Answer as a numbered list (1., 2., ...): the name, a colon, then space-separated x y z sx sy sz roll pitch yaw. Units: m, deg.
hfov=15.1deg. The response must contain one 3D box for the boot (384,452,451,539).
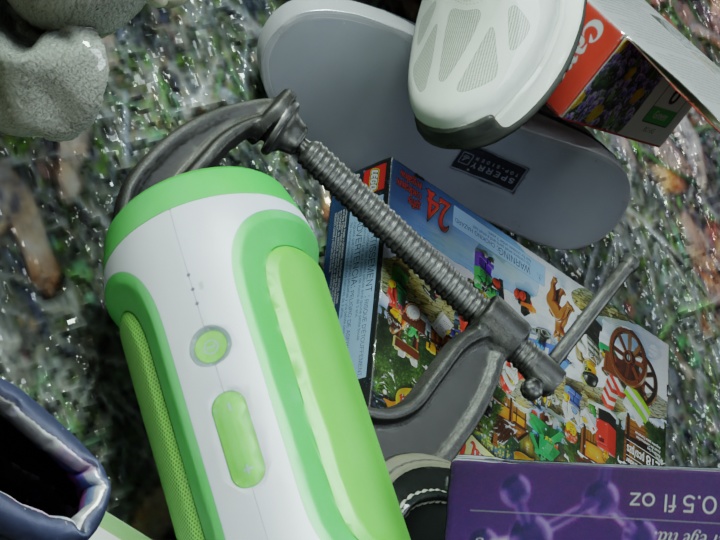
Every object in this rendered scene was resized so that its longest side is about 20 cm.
1. boot: 0.087 0.146 1.055 0.074 0.153 0.204 -59 144 -8

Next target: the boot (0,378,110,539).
1. boot: -0.173 0.034 0.840 0.200 0.090 0.073 34 48 -17

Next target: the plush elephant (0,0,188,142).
1. plush elephant: -0.098 -0.139 0.976 0.199 0.165 0.155 -6 37 -36

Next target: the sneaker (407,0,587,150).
1. sneaker: 0.046 -0.156 1.093 0.115 0.075 0.201 45 57 -49

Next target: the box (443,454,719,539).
1. box: 0.105 0.170 0.927 0.104 0.147 0.201 32 60 -67

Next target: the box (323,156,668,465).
1. box: 0.061 0.057 1.186 0.200 0.038 0.137 32 51 -38

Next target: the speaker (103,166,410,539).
1. speaker: -0.034 0.064 0.976 0.088 0.088 0.201 16 46 -46

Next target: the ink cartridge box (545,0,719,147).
1. ink cartridge box: 0.103 -0.099 1.208 0.200 0.050 0.109 47 18 25

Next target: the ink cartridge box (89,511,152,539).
1. ink cartridge box: -0.098 0.184 0.926 0.145 0.048 0.201 37 48 -35

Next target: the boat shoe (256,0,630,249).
1. boat shoe: 0.031 -0.071 1.197 0.200 0.074 0.065 30 22 -33

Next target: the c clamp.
1. c clamp: 0.000 0.000 1.102 0.200 0.027 0.171 38 58 -9
